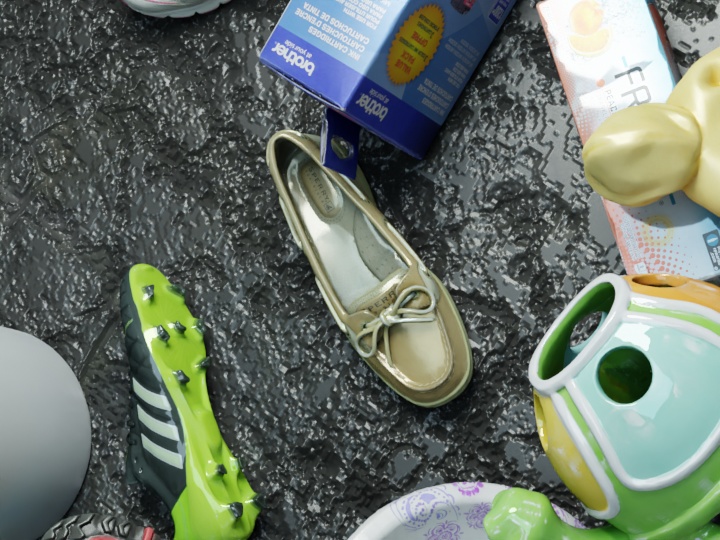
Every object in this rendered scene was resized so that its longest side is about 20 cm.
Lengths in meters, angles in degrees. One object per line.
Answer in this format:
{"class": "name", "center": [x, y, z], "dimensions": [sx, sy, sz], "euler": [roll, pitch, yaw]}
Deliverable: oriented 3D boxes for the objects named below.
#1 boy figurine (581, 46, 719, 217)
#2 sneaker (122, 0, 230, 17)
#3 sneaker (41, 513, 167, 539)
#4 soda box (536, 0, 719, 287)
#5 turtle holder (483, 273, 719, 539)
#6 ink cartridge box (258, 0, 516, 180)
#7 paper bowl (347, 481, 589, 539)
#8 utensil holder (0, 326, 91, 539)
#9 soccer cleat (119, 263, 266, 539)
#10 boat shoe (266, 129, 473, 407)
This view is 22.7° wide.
{"class": "boy figurine", "center": [0.221, -0.071, 1.026], "dimensions": [0.199, 0.064, 0.125], "euler": [-13, 80, -16]}
{"class": "sneaker", "center": [-0.089, -0.241, 1.196], "dimensions": [0.199, 0.088, 0.082], "euler": [-29, 75, 15]}
{"class": "sneaker", "center": [-0.115, 0.220, 1.166], "dimensions": [0.199, 0.096, 0.080], "euler": [26, 63, -1]}
{"class": "soda box", "center": [0.173, -0.080, 1.097], "dimensions": [0.068, 0.064, 0.201], "euler": [-20, 78, 16]}
{"class": "turtle holder", "center": [0.155, 0.084, 1.020], "dimensions": [0.131, 0.141, 0.185], "euler": [37, 121, -16]}
{"class": "ink cartridge box", "center": [0.023, -0.157, 1.121], "dimensions": [0.076, 0.136, 0.201], "euler": [35, 96, 25]}
{"class": "paper bowl", "center": [0.063, 0.234, 1.052], "dimensions": [0.199, 0.104, 0.202], "euler": [4, 65, -8]}
{"class": "utensil holder", "center": [-0.289, 0.109, 1.169], "dimensions": [0.169, 0.200, 0.171], "euler": [-3, 82, 20]}
{"class": "soccer cleat", "center": [-0.130, 0.095, 1.188], "dimensions": [0.081, 0.067, 0.201], "euler": [-27, 76, 28]}
{"class": "boat shoe", "center": [0.002, -0.002, 1.149], "dimensions": [0.073, 0.063, 0.202], "euler": [-31, 74, 14]}
